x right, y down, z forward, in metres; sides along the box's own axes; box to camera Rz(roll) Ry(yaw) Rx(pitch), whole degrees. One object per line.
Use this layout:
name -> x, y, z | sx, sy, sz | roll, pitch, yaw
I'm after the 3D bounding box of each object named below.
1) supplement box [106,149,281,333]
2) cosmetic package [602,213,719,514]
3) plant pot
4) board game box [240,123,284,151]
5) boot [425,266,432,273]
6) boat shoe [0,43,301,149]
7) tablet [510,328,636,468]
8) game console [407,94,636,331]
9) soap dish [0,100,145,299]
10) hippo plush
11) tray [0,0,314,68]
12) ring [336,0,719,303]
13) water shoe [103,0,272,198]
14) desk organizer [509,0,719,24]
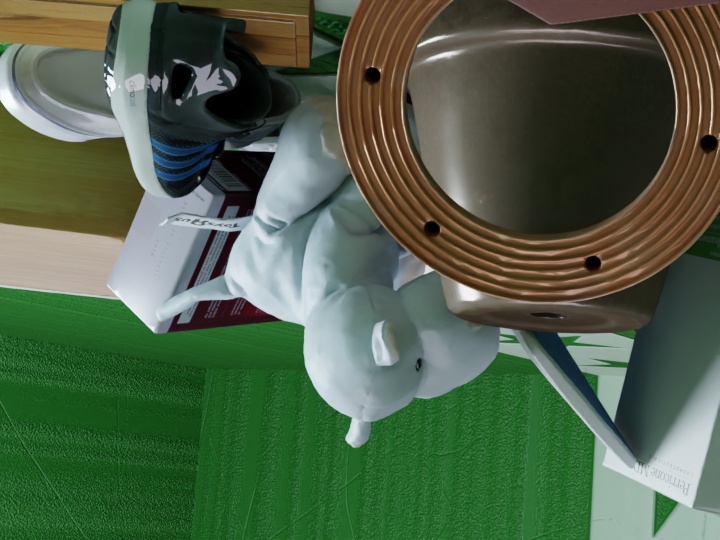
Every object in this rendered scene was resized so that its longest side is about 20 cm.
supplement box -> -0.068, -0.023, 1.034 | 0.061, 0.110, 0.199 | 40, -155, 31
cosmetic package -> 0.233, 0.045, 0.933 | 0.084, 0.202, 0.107 | 14, -179, -25
plant pot -> 0.108, -0.059, 0.825 | 0.198, 0.177, 0.200 | 4, 170, 1
board game box -> 0.036, -0.089, 1.168 | 0.198, 0.026, 0.200 | 0, 170, 28
boot -> 0.088, -0.027, 1.257 | 0.199, 0.073, 0.144 | 9, -168, 41
boat shoe -> -0.128, -0.119, 0.943 | 0.199, 0.074, 0.065 | -2, 173, -39
tablet -> 0.110, 0.035, 0.973 | 0.130, 0.014, 0.200 | 48, -170, -32
game console -> 0.106, -0.035, 1.022 | 0.170, 0.120, 0.200 | -3, 160, 8
soap dish -> -0.221, -0.066, 1.048 | 0.198, 0.159, 0.081 | 7, 150, -21
hippo plush -> 0.000, 0.000, 0.888 | 0.198, 0.161, 0.160 | -12, 135, -23
tray -> -0.125, -0.148, 0.827 | 0.198, 0.037, 0.099 | 5, 171, -1
ring -> 0.086, -0.080, 0.719 | 0.198, 0.202, 0.019 | 2, -156, 14
water shoe -> -0.087, -0.085, 0.833 | 0.078, 0.072, 0.200 | 5, 168, 4
desk organizer -> 0.142, -0.146, 0.576 | 0.198, 0.073, 0.077 | -1, 172, 34
